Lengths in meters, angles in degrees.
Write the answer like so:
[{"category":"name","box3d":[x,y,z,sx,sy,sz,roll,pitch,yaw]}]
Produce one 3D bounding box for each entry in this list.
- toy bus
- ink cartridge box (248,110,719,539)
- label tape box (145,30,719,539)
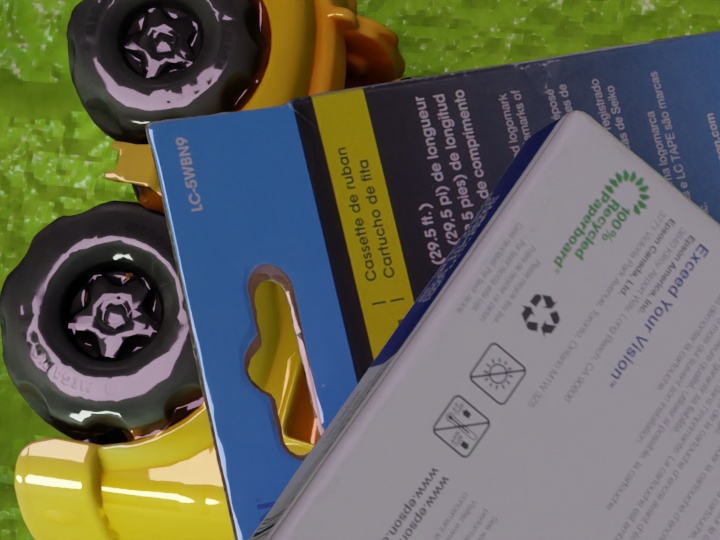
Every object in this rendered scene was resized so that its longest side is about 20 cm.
[{"category":"toy bus","box3d":[0.000,0.000,0.864,0.191,0.136,0.201,7,73,11]},{"category":"ink cartridge box","box3d":[0.072,0.096,0.712,0.200,0.041,0.200,39,72,-6]},{"category":"label tape box","box3d":[0.044,0.019,0.777,0.199,0.063,0.145,-9,79,-17]}]
